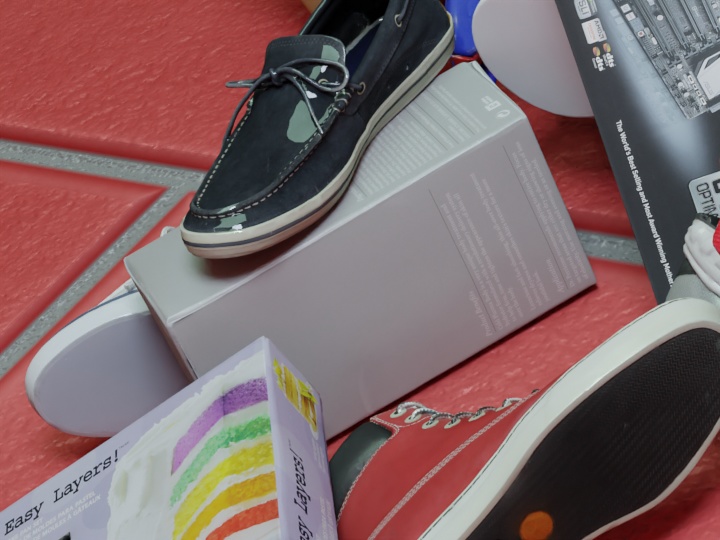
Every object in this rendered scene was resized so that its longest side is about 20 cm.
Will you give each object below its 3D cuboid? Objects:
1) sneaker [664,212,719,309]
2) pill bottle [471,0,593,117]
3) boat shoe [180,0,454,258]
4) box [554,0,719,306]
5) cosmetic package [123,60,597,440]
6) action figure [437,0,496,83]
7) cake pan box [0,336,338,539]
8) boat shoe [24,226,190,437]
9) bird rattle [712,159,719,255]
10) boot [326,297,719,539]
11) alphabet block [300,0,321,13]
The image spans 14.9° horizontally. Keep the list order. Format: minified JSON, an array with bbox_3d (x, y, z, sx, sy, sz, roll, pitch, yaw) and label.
[{"bbox_3d":[0.201,0.050,1.154,0.200,0.074,0.080,37,106,45],"label":"sneaker"},{"bbox_3d":[0.135,-0.175,1.372,0.112,0.112,0.200,3,48,38],"label":"pill bottle"},{"bbox_3d":[-0.025,-0.079,1.298,0.074,0.062,0.200,5,43,41],"label":"boat shoe"},{"bbox_3d":[0.182,-0.091,1.246,0.157,0.201,0.050,-18,-1,11],"label":"box"},{"bbox_3d":[0.000,0.000,1.321,0.199,0.107,0.090,-27,30,-5],"label":"cosmetic package"},{"bbox_3d":[0.055,-0.128,1.414,0.052,0.201,0.065,12,10,21],"label":"action figure"},{"bbox_3d":[-0.099,0.144,1.197,0.200,0.052,0.184,-33,29,17],"label":"cake pan box"},{"bbox_3d":[-0.082,0.010,1.392,0.201,0.075,0.086,-29,32,-7],"label":"boat shoe"},{"bbox_3d":[0.241,-0.012,1.131,0.199,0.113,0.163,17,16,4],"label":"bird rattle"},{"bbox_3d":[0.064,0.067,1.185,0.200,0.072,0.144,-43,29,4],"label":"boot"},{"bbox_3d":[0.023,-0.275,1.553,0.195,0.200,0.196,-43,8,-27],"label":"alphabet block"}]
